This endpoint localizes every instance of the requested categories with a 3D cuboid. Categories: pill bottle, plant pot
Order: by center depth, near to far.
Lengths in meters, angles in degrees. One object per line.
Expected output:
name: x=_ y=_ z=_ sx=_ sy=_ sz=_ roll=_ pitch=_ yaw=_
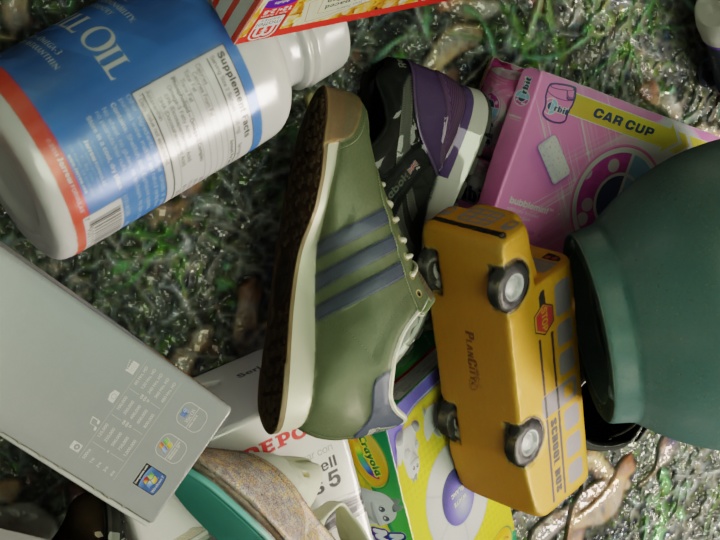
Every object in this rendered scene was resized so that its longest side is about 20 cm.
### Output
pill bottle: x=-0.108 y=-0.101 z=0.810 sx=0.200 sy=0.112 sz=0.112 roll=-34 pitch=117 yaw=-22
plant pot: x=0.200 y=0.022 z=0.905 sx=0.134 sy=0.200 sz=0.201 roll=-11 pitch=109 yaw=-2

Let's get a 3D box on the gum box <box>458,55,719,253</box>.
gum box: x=0.151 y=-0.059 z=0.990 sx=0.200 sy=0.066 sz=0.114 roll=14 pitch=98 yaw=-32

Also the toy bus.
toy bus: x=0.091 y=0.053 z=0.914 sx=0.078 sy=0.065 sz=0.200 roll=-31 pitch=124 yaw=-37

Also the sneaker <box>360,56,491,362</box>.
sneaker: x=0.005 y=-0.033 z=0.921 sx=0.087 sy=0.076 sz=0.201 roll=21 pitch=82 yaw=-27

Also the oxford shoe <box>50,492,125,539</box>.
oxford shoe: x=-0.188 y=0.199 z=0.837 sx=0.084 sy=0.073 sz=0.200 roll=16 pitch=118 yaw=-25

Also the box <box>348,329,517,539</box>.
box: x=0.048 y=0.154 z=0.976 sx=0.117 sy=0.048 sz=0.201 roll=-38 pitch=124 yaw=-47

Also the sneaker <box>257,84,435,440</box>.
sneaker: x=0.000 y=0.000 z=0.861 sx=0.090 sy=0.067 sz=0.201 roll=11 pitch=83 yaw=-19

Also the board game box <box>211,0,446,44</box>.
board game box: x=-0.012 y=-0.213 z=0.810 sx=0.200 sy=0.046 sz=0.152 roll=-17 pitch=73 yaw=-35

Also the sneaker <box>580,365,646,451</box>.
sneaker: x=0.190 y=0.080 z=1.032 sx=0.200 sy=0.099 sz=0.071 roll=-11 pitch=106 yaw=-28

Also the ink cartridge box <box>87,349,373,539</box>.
ink cartridge box: x=-0.073 y=0.170 z=0.915 sx=0.145 sy=0.084 sz=0.201 roll=-23 pitch=112 yaw=-23

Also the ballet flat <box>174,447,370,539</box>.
ballet flat: x=-0.039 y=0.148 z=0.852 sx=0.067 sy=0.068 sz=0.200 roll=-55 pitch=127 yaw=-30

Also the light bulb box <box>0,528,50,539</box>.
light bulb box: x=-0.200 y=0.236 z=0.719 sx=0.198 sy=0.125 sz=0.200 roll=24 pitch=114 yaw=-40

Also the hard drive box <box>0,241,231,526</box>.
hard drive box: x=-0.187 y=0.031 z=0.775 sx=0.200 sy=0.156 sz=0.077 roll=39 pitch=83 yaw=-32

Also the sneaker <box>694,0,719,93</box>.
sneaker: x=0.324 y=-0.186 z=1.057 sx=0.200 sy=0.081 sz=0.147 roll=-49 pitch=128 yaw=-14
